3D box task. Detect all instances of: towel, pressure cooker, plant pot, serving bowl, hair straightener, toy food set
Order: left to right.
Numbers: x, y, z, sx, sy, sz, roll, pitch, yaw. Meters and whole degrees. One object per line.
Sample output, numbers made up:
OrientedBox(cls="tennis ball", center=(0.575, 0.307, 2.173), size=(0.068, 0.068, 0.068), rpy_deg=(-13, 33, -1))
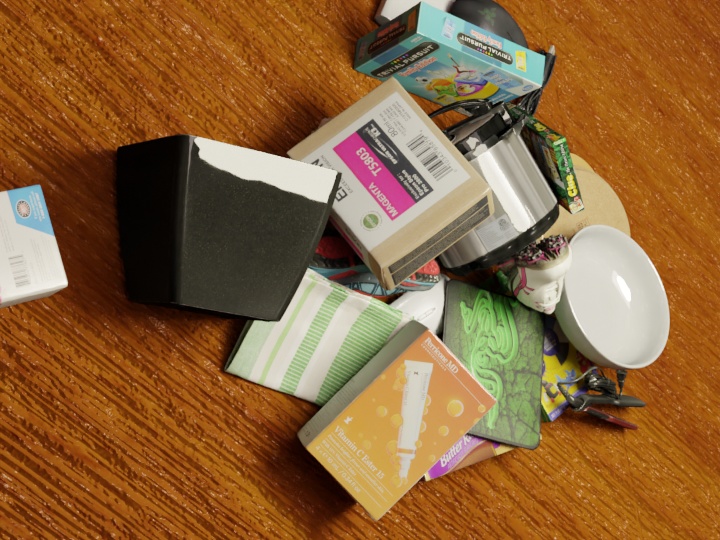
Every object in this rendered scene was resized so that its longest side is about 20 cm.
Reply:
OrientedBox(cls="plant pot", center=(-0.163, -0.040, 1.510), size=(0.199, 0.199, 0.178), rpy_deg=(13, 83, -30))
OrientedBox(cls="towel", center=(-0.043, 0.087, 1.610), size=(0.200, 0.023, 0.153), rpy_deg=(23, 98, -27))
OrientedBox(cls="pressure cooker", center=(0.142, -0.116, 1.725), size=(0.176, 0.178, 0.200), rpy_deg=(-38, 101, -30))
OrientedBox(cls="toy food set", center=(0.299, -0.055, 1.890), size=(0.198, 0.049, 0.200), rpy_deg=(-45, 104, -32))
OrientedBox(cls="serving bowl", center=(0.324, 0.043, 1.808), size=(0.200, 0.066, 0.201), rpy_deg=(17, 61, -32))
OrientedBox(cls="hair straightener", center=(0.328, 0.163, 1.822), size=(0.200, 0.041, 0.077), rpy_deg=(21, 89, -45))

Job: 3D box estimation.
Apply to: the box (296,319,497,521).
OrientedBox(cls="box", center=(0.041, 0.174, 1.587), size=(0.200, 0.097, 0.124), rpy_deg=(-44, 99, -4))

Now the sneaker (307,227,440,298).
OrientedBox(cls="sneaker", center=(0.000, 0.000, 1.660), size=(0.199, 0.096, 0.080), rpy_deg=(8, 50, -22))

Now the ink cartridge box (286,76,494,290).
OrientedBox(cls="ink cartridge box", center=(0.035, -0.105, 1.596), size=(0.165, 0.075, 0.200), rpy_deg=(-37, 68, -7))

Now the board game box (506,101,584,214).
OrientedBox(cls="board game box", center=(0.235, -0.153, 1.776), size=(0.023, 0.200, 0.105), rpy_deg=(-25, 115, -6))

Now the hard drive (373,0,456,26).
OrientedBox(cls="hard drive", center=(0.105, -0.389, 1.854), size=(0.132, 0.027, 0.201), rpy_deg=(33, 63, -23))

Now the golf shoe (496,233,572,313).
OrientedBox(cls="golf shoe", center=(0.233, 0.007, 1.694), size=(0.072, 0.200, 0.092), rpy_deg=(-27, 90, -6))

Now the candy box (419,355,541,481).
OrientedBox(cls="candy box", center=(0.129, 0.189, 1.720), size=(0.199, 0.056, 0.117), rpy_deg=(-13, 85, -36))

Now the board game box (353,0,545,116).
OrientedBox(cls="board game box", center=(0.115, -0.271, 1.758), size=(0.199, 0.151, 0.047), rpy_deg=(17, 71, -28))

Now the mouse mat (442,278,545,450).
OrientedBox(cls="mouse mat", center=(0.171, 0.120, 1.728), size=(0.160, 0.008, 0.201), rpy_deg=(17, 64, -26))

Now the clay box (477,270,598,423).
OrientedBox(cls="clay box", center=(0.233, 0.092, 1.814), size=(0.115, 0.048, 0.200), rpy_deg=(-34, 99, -34))

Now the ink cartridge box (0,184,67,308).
OrientedBox(cls="ink cartridge box", center=(-0.421, -0.010, 1.400), size=(0.199, 0.068, 0.116), rpy_deg=(-15, 87, -35))

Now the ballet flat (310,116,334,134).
OrientedBox(cls="ballet flat", center=(-0.004, -0.099, 1.701), size=(0.072, 0.072, 0.200), rpy_deg=(-37, 94, -33))

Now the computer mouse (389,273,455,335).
OrientedBox(cls="computer mouse", center=(0.063, 0.063, 1.713), size=(0.200, 0.044, 0.110), rpy_deg=(-37, 99, -33))

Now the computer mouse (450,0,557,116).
OrientedBox(cls="computer mouse", center=(0.204, -0.308, 1.865), size=(0.200, 0.053, 0.139), rpy_deg=(41, 60, -29))
